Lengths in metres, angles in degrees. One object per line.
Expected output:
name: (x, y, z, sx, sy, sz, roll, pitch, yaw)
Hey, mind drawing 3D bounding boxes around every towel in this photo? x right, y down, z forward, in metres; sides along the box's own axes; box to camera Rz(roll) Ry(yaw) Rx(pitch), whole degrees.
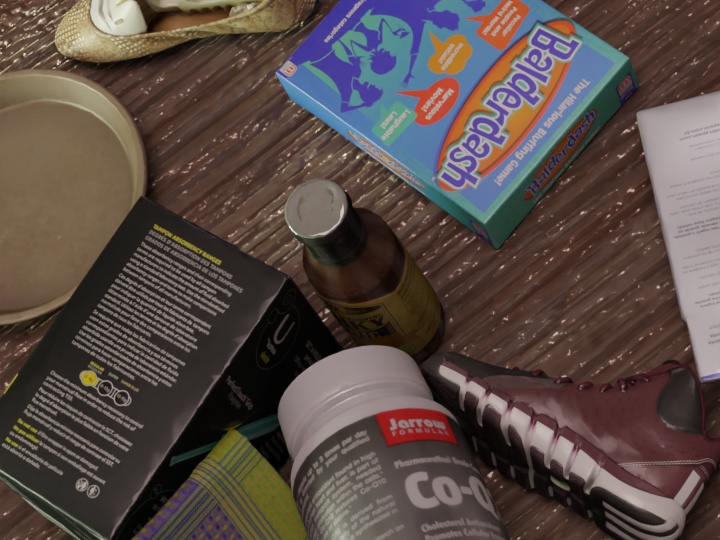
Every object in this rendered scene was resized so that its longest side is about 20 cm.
towel: (-0.101, 0.212, 1.505, 0.200, 0.144, 0.023, -49, 26, -26)

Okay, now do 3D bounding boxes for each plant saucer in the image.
plant saucer: (-0.242, -0.050, 1.744, 0.200, 0.029, 0.200, -6, 64, 13)

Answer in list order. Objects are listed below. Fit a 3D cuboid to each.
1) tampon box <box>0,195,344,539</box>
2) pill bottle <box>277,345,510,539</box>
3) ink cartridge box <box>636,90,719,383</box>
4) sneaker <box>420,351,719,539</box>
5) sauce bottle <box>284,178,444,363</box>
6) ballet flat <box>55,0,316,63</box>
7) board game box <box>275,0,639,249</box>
tampon box: (-0.126, 0.085, 1.579, 0.126, 0.150, 0.200, 29, 77, 26)
pill bottle: (0.024, 0.149, 1.499, 0.114, 0.114, 0.200, -26, 52, 4)
ink cartridge box: (0.291, -0.034, 1.570, 0.196, 0.043, 0.200, -13, 65, 9)
sneaker: (0.143, 0.087, 1.553, 0.200, 0.076, 0.116, 33, 66, 24)
sauce bottle: (0.000, 0.000, 1.552, 0.065, 0.200, 0.065, -7, 65, 16)
ballet flat: (-0.132, -0.196, 1.756, 0.200, 0.065, 0.071, -11, 64, 12)
board game box: (0.065, -0.131, 1.679, 0.200, 0.045, 0.152, 37, 80, 26)
